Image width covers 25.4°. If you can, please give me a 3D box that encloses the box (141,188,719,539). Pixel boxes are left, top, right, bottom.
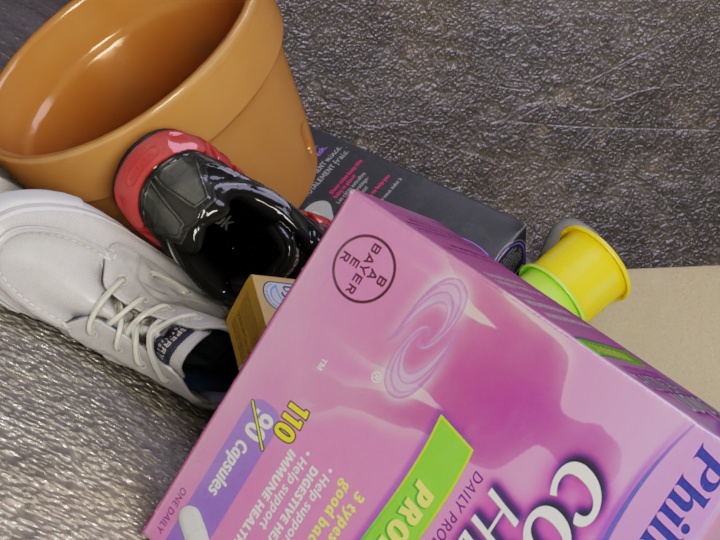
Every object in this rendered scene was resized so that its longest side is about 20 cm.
[{"bbox_3d":[0.042,0.096,0.668,0.200,0.176,0.097,36,8,23],"label":"box"}]

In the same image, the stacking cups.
[{"bbox_3d":[0.079,0.052,0.979,0.061,0.200,0.061,42,-23,22],"label":"stacking cups"}]

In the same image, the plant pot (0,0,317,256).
[{"bbox_3d":[-0.119,-0.090,1.012,0.140,0.200,0.200,56,-8,-35],"label":"plant pot"}]

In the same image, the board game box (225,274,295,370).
[{"bbox_3d":[0.039,0.079,0.858,0.200,0.040,0.153,7,43,-28],"label":"board game box"}]

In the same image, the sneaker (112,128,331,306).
[{"bbox_3d":[-0.050,-0.006,0.918,0.200,0.071,0.098,33,6,-41],"label":"sneaker"}]

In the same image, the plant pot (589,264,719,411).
[{"bbox_3d":[0.215,0.087,1.091,0.200,0.177,0.200,-3,-3,18],"label":"plant pot"}]

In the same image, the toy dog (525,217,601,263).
[{"bbox_3d":[0.129,0.051,1.255,0.132,0.200,0.096,55,19,2],"label":"toy dog"}]

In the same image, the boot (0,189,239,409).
[{"bbox_3d":[-0.122,0.020,0.880,0.200,0.074,0.096,23,7,-45],"label":"boot"}]

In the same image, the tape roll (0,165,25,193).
[{"bbox_3d":[-0.257,-0.073,1.089,0.203,0.037,0.203,30,7,-4],"label":"tape roll"}]

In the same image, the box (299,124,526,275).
[{"bbox_3d":[0.000,0.000,1.090,0.200,0.122,0.106,27,-32,24],"label":"box"}]
